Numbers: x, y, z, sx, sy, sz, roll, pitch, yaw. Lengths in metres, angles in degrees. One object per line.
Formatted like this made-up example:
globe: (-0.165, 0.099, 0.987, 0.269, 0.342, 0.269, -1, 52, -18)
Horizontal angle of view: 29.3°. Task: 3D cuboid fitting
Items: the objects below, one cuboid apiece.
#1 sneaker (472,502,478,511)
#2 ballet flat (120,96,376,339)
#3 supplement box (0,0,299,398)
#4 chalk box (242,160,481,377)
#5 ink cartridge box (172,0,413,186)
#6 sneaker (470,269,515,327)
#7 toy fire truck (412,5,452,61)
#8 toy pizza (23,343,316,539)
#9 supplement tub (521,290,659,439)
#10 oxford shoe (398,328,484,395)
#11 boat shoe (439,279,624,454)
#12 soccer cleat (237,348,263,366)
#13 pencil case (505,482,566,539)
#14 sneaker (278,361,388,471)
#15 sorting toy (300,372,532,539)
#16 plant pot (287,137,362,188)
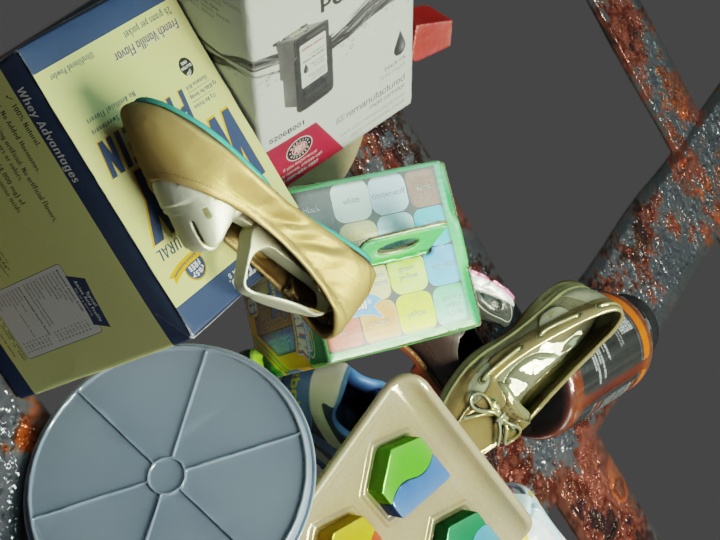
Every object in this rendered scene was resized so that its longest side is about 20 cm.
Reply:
sneaker: (0.032, 0.225, 1.076, 0.084, 0.074, 0.201, 8, 95, -36)
ballet flat: (-0.068, -0.024, 0.813, 0.200, 0.068, 0.063, 36, 67, -31)
supplement box: (-0.179, -0.049, 0.900, 0.134, 0.199, 0.201, -43, 108, -45)
chalk box: (0.000, 0.000, 0.981, 0.124, 0.200, 0.125, -12, 87, -21)
ink cartridge box: (-0.042, -0.170, 0.909, 0.145, 0.201, 0.083, -36, 58, -25)
sneaker: (0.024, 0.029, 1.134, 0.080, 0.199, 0.087, 22, 79, -87)
toy fire truck: (-0.012, -0.249, 1.227, 0.199, 0.049, 0.142, -15, 125, -24)
toy pizza: (-0.127, 0.143, 0.924, 0.032, 0.199, 0.201, 77, 20, -60)
supplement tub: (0.211, 0.083, 1.322, 0.200, 0.107, 0.107, -21, 91, -47)
oxford shoe: (0.056, 0.036, 1.204, 0.200, 0.072, 0.071, 48, 47, -23)
boat shoe: (0.140, 0.092, 1.176, 0.201, 0.063, 0.073, -42, 120, -11)
soccer cleat: (-0.100, 0.155, 0.984, 0.068, 0.081, 0.201, 49, 43, -79)
pencil case: (0.168, 0.278, 1.222, 0.200, 0.090, 0.083, 48, 48, -22)
sneaker: (0.012, 0.139, 1.117, 0.200, 0.082, 0.074, 40, 50, -32)
sorting toy: (0.031, 0.206, 0.999, 0.200, 0.036, 0.185, -50, 118, -24)
plant pot: (-0.070, -0.130, 1.089, 0.200, 0.134, 0.201, 17, 65, -42)
